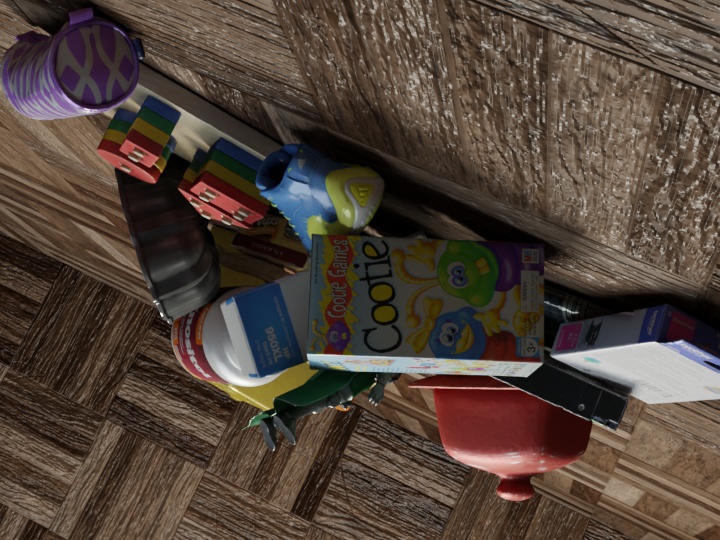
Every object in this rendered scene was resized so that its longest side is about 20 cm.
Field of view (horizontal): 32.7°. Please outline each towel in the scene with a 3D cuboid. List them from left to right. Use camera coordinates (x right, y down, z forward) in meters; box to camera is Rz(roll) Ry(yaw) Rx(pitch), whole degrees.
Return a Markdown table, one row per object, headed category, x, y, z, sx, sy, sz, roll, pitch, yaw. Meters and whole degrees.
| category | x | y | z | sx | sy | sz | roll | pitch | yaw |
| --- | --- | --- | --- | --- | --- | --- | --- | --- | --- |
| towel | 0.182 | 0.046 | 1.234 | 0.190 | 0.035 | 0.200 | 19 | 165 | 24 |

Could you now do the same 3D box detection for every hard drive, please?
| category | x | y | z | sx | sy | sz | roll | pitch | yaw |
| --- | --- | --- | --- | --- | --- | --- | --- | --- | --- |
| hard drive | 0.167 | 0.095 | 1.213 | 0.198 | 0.038 | 0.140 | 25 | -175 | 11 |

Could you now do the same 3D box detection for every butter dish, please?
| category | x | y | z | sx | sy | sz | roll | pitch | yaw |
| --- | --- | --- | --- | --- | --- | --- | --- | --- | --- |
| butter dish | 0.178 | 0.189 | 1.416 | 0.197 | 0.151 | 0.198 | -4 | 173 | 34 |

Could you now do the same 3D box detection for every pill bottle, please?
| category | x | y | z | sx | sy | sz | roll | pitch | yaw |
| --- | --- | --- | --- | --- | --- | --- | --- | --- | --- |
| pill bottle | -0.141 | 0.075 | 1.416 | 0.112 | 0.114 | 0.199 | 30 | 166 | -21 |

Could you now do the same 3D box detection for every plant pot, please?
| category | x | y | z | sx | sy | sz | roll | pitch | yaw |
| --- | --- | --- | --- | --- | --- | --- | --- | --- | --- |
| plant pot | -0.133 | 0.084 | 1.706 | 0.194 | 0.202 | 0.194 | 14 | 164 | 47 |

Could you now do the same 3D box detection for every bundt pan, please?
| category | x | y | z | sx | sy | sz | roll | pitch | yaw |
| --- | --- | --- | --- | --- | --- | --- | --- | --- | --- |
| bundt pan | -0.208 | -0.049 | 1.370 | 0.075 | 0.205 | 0.202 | -17 | 167 | -1 |

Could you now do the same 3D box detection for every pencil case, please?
| category | x | y | z | sx | sy | sz | roll | pitch | yaw |
| --- | --- | --- | --- | --- | --- | --- | --- | --- | --- |
| pencil case | -0.263 | -0.179 | 1.091 | 0.199 | 0.083 | 0.087 | 4 | 121 | 59 |

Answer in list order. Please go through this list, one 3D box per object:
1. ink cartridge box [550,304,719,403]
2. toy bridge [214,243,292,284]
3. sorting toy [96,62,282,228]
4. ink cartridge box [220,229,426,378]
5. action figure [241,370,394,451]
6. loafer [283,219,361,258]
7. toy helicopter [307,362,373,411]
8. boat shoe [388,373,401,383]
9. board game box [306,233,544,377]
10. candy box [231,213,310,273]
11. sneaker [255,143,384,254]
| category | x | y | z | sx | sy | sz | roll | pitch | yaw |
| --- | --- | --- | --- | --- | --- | --- | --- | --- | --- |
| ink cartridge box | 0.266 | 0.074 | 1.063 | 0.118 | 0.043 | 0.200 | 25 | 166 | -17 |
| toy bridge | -0.101 | 0.013 | 1.451 | 0.197 | 0.028 | 0.067 | 24 | 166 | 5 |
| sorting toy | -0.167 | -0.110 | 1.210 | 0.198 | 0.070 | 0.198 | 29 | 170 | -14 |
| ink cartridge box | -0.029 | 0.036 | 1.216 | 0.145 | 0.197 | 0.086 | 157 | 94 | -78 |
| action figure | -0.008 | 0.103 | 1.159 | 0.118 | 0.199 | 0.055 | -23 | 96 | 56 |
| loafer | 0.000 | 0.000 | 1.345 | 0.198 | 0.064 | 0.072 | 27 | 170 | -2 |
| toy helicopter | -0.017 | 0.090 | 1.404 | 0.132 | 0.079 | 0.199 | 39 | 158 | -18 |
| boat shoe | -0.025 | 0.088 | 1.537 | 0.090 | 0.072 | 0.199 | 12 | 170 | 38 |
| board game box | 0.054 | 0.032 | 1.065 | 0.196 | 0.105 | 0.105 | 2 | 169 | -1 |
| candy box | -0.058 | 0.000 | 1.510 | 0.114 | 0.056 | 0.200 | 18 | 166 | 33 |
| sneaker | -0.045 | -0.070 | 1.106 | 0.104 | 0.076 | 0.200 | 30 | 163 | -7 |
